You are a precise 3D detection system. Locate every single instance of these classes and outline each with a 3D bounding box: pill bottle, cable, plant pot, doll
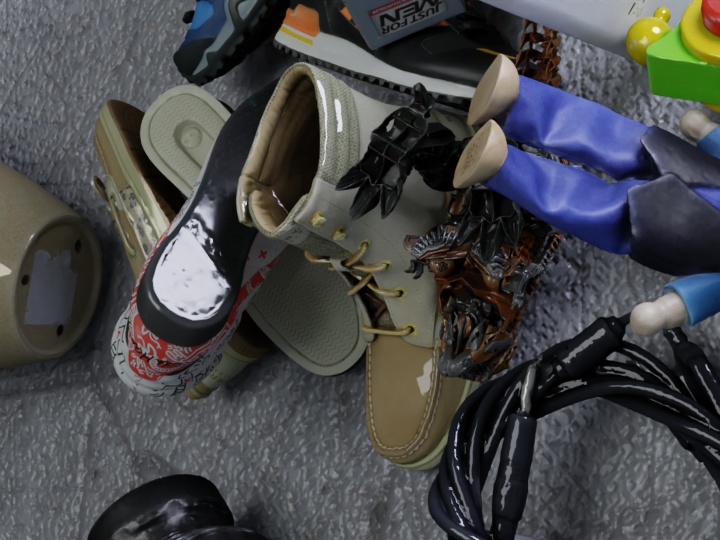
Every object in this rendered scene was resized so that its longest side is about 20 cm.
[{"bbox_3d":[-0.075,0.214,1.337,0.112,0.112,0.200,-49,52,22],"label":"pill bottle"},{"bbox_3d":[0.125,0.127,1.189,0.163,0.051,0.200,-26,71,4],"label":"cable"},{"bbox_3d":[-0.271,-0.007,1.536,0.199,0.187,0.188,13,88,28],"label":"plant pot"},{"bbox_3d":[0.145,-0.030,1.164,0.048,0.199,0.137,126,161,-55],"label":"doll"}]

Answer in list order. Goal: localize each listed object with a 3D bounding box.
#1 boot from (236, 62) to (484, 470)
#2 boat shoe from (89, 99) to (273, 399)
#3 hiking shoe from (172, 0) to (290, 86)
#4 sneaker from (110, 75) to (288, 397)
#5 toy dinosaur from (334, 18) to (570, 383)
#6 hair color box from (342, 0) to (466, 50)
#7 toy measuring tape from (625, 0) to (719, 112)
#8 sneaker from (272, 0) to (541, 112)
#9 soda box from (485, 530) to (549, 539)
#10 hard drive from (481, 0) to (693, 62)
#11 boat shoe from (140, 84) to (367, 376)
[{"bbox_3d":[0.000,0.000,1.291,0.072,0.154,0.201,0,80,40],"label":"boot"},{"bbox_3d":[-0.121,-0.017,1.458,0.063,0.073,0.200,-42,56,23],"label":"boat shoe"},{"bbox_3d":[-0.066,-0.204,1.431,0.087,0.074,0.200,35,112,8],"label":"hiking shoe"},{"bbox_3d":[-0.073,-0.019,1.347,0.202,0.067,0.108,-58,0,-36],"label":"sneaker"},{"bbox_3d":[0.065,-0.044,1.257,0.102,0.136,0.201,-7,82,30],"label":"toy dinosaur"},{"bbox_3d":[-0.012,-0.220,1.267,0.060,0.200,0.099,-21,50,9],"label":"hair color box"},{"bbox_3d":[0.227,-0.105,1.189,0.199,0.074,0.074,12,88,26],"label":"toy measuring tape"},{"bbox_3d":[0.033,-0.144,1.355,0.200,0.070,0.090,21,96,44],"label":"sneaker"},{"bbox_3d":[0.072,0.238,1.234,0.068,0.064,0.201,-23,66,35],"label":"soda box"},{"bbox_3d":[0.128,-0.177,1.190,0.027,0.200,0.132,37,105,33],"label":"hard drive"},{"bbox_3d":[-0.052,-0.021,1.412,0.072,0.068,0.200,-37,69,3],"label":"boat shoe"}]
